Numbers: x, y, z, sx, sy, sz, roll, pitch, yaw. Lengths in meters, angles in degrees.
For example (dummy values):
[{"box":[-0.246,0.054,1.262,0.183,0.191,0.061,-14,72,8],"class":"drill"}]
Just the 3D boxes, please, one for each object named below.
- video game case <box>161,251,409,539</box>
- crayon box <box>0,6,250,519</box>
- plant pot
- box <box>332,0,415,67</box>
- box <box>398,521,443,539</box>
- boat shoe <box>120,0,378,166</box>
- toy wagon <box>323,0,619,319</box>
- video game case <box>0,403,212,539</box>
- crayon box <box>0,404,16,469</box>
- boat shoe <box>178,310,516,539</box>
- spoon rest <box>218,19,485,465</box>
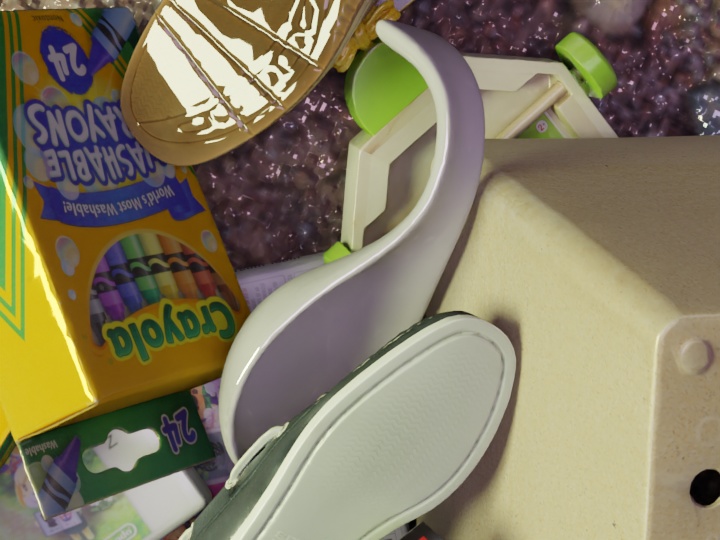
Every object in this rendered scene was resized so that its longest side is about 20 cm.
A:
[{"box":[-0.072,0.106,0.968,0.180,0.024,0.202,-12,96,-5],"class":"video game case"},{"box":[-0.114,-0.010,0.886,0.051,0.125,0.202,-24,85,31],"class":"crayon box"},{"box":[0.147,0.059,0.879,0.198,0.177,0.202,-2,105,-17],"class":"plant pot"},{"box":[-0.011,-0.193,0.943,0.199,0.049,0.160,-38,95,-2],"class":"box"},{"box":[0.008,0.214,0.871,0.110,0.035,0.201,40,118,13],"class":"box"},{"box":[-0.021,-0.125,0.888,0.072,0.072,0.200,41,105,5],"class":"boat shoe"},{"box":[0.055,-0.038,0.947,0.155,0.040,0.200,-41,106,-3],"class":"toy wagon"},{"box":[-0.197,0.084,0.936,0.199,0.022,0.183,-35,93,6],"class":"video game case"},{"box":[-0.231,0.105,0.862,0.118,0.058,0.201,30,71,-1],"class":"crayon box"},{"box":[-0.017,0.088,0.870,0.200,0.060,0.076,-46,119,7],"class":"boat shoe"},{"box":[0.000,0.000,0.879,0.060,0.099,0.202,31,106,37],"class":"spoon rest"}]
